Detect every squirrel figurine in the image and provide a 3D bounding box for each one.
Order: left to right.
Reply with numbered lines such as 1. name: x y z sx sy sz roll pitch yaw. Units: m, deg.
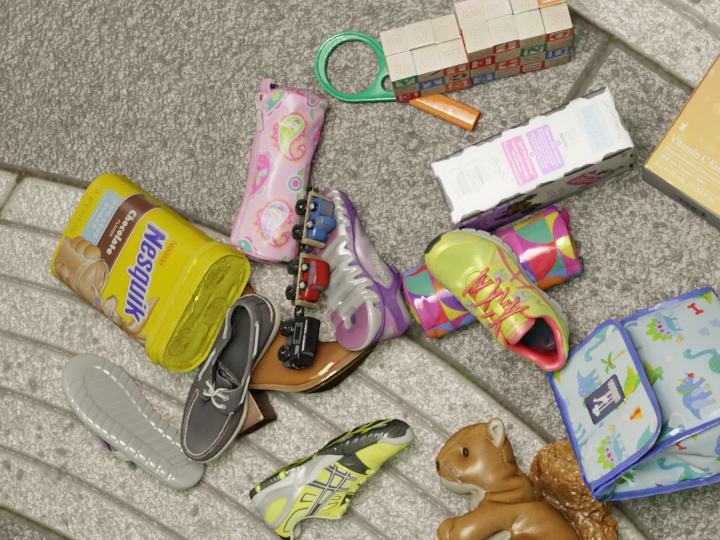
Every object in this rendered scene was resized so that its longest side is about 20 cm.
1. squirrel figurine: 0.175 0.245 1.636 0.199 0.142 0.188 -17 72 -6

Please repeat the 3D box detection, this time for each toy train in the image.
1. toy train: -0.056 0.007 1.660 0.046 0.034 0.201 -4 76 43

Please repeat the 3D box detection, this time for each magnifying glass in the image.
1. magnifying glass: 0.041 -0.207 1.734 0.199 0.022 0.080 25 90 12

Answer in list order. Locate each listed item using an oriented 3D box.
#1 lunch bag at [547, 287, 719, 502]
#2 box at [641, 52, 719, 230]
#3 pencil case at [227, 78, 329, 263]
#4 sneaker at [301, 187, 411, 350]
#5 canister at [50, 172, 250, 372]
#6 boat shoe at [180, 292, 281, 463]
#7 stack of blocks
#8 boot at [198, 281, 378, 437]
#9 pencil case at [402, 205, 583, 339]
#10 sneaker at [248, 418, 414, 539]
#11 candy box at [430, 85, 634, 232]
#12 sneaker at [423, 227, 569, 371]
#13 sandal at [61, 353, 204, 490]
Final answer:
1. lunch bag: 0.305 0.133 1.577 0.199 0.128 0.171 -22 45 7
2. box: 0.404 -0.152 1.626 0.124 0.097 0.201 34 92 11
3. pencil case: -0.094 -0.108 1.713 0.087 0.087 0.201 11 91 10
4. sneaker: 0.000 0.000 1.697 0.081 0.088 0.201 -47 52 40
5. canister: -0.237 -0.001 1.702 0.200 0.086 0.149 34 100 29
6. boat shoe: -0.152 0.116 1.659 0.072 0.063 0.201 27 98 18
7. stack of blocks: 0.124 -0.246 1.661 0.199 0.115 0.059 -14 78 3
8. boot: -0.093 0.074 1.715 0.199 0.077 0.156 -31 77 14
9. pencil case: 0.145 0.002 1.670 0.199 0.088 0.089 -23 82 5
10. sneaker: -0.023 0.227 1.691 0.199 0.075 0.077 -29 89 17
11. candy box: 0.185 -0.110 1.625 0.199 0.168 0.072 -24 82 7
12. sneaker: 0.149 0.032 1.587 0.200 0.090 0.078 36 111 -20
13. sandal: -0.266 0.180 1.738 0.203 0.082 0.050 44 136 8
